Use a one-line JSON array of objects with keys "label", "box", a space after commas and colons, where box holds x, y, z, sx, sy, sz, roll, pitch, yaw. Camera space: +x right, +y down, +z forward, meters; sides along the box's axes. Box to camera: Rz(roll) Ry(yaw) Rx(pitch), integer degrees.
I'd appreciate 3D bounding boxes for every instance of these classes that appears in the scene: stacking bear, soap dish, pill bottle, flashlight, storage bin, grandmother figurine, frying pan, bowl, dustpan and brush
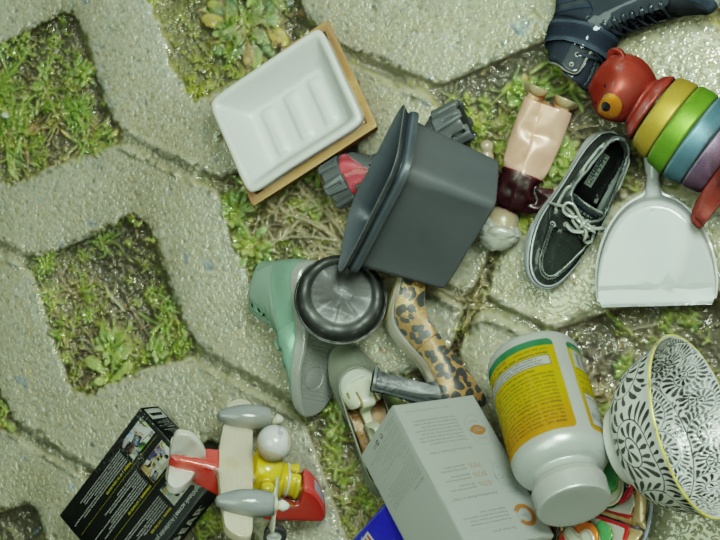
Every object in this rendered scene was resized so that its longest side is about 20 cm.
[{"label": "stacking bear", "box": [0.341, -0.164, 1.530, 0.199, 0.114, 0.122, 39, 146, 11]}, {"label": "soap dish", "box": [-0.082, -0.198, 1.768, 0.199, 0.081, 0.159, -31, 74, 21]}, {"label": "pill bottle", "box": [0.215, 0.178, 1.544, 0.112, 0.113, 0.201, -30, 48, 20]}, {"label": "flashlight", "box": [0.046, -0.148, 1.717, 0.199, 0.068, 0.068, -28, 90, 17]}, {"label": "storage bin", "box": [0.072, -0.079, 1.627, 0.133, 0.146, 0.201, 20, 134, -10]}, {"label": "grandmother figurine", "box": [0.196, -0.115, 1.646, 0.120, 0.060, 0.202, 26, 100, 18]}, {"label": "frying pan", "box": [0.008, 0.015, 1.688, 0.189, 0.031, 0.115, -29, 74, -12]}, {"label": "bowl", "box": [0.324, 0.178, 1.496, 0.094, 0.200, 0.203, -21, 78, 35]}, {"label": "dustpan and brush", "box": [0.337, -0.062, 1.583, 0.138, 0.057, 0.202, -2, 92, 14]}]

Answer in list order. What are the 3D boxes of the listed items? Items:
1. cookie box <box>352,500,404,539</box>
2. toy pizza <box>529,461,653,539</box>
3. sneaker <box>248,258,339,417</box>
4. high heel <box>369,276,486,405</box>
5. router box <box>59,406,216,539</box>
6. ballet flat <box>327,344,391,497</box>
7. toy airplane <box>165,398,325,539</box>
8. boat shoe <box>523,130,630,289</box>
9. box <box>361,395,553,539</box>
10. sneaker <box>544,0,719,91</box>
[{"label": "cookie box", "box": [0.068, 0.388, 1.629, 0.201, 0.075, 0.172, 53, 129, 20]}, {"label": "toy pizza", "box": [0.239, 0.268, 1.576, 0.199, 0.032, 0.202, -16, 61, 31]}, {"label": "sneaker", "box": [-0.090, 0.082, 1.768, 0.118, 0.073, 0.203, 7, 104, 48]}, {"label": "high heel", "box": [0.099, 0.073, 1.692, 0.141, 0.071, 0.202, 14, 74, -3]}, {"label": "router box", "box": [-0.292, 0.307, 1.848, 0.149, 0.051, 0.201, 44, 105, 20]}, {"label": "ballet flat", "box": [0.014, 0.181, 1.701, 0.067, 0.064, 0.202, -16, 80, -13]}, {"label": "toy airplane", "box": [-0.143, 0.239, 1.702, 0.200, 0.198, 0.141, 49, 116, 22]}, {"label": "boat shoe", "box": [0.255, -0.066, 1.597, 0.073, 0.068, 0.200, 31, 96, -10]}, {"label": "box", "box": [0.108, 0.255, 1.576, 0.201, 0.123, 0.098, 61, 138, 33]}, {"label": "sneaker", "box": [0.306, -0.273, 1.584, 0.201, 0.077, 0.148, 14, 81, 35]}]
